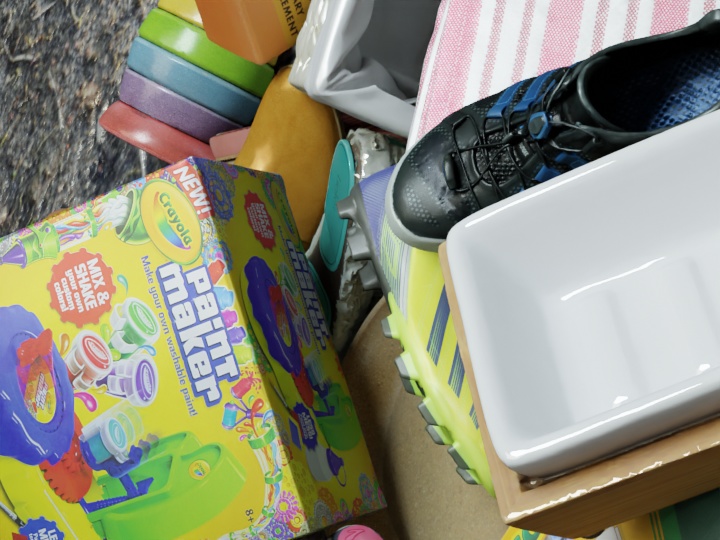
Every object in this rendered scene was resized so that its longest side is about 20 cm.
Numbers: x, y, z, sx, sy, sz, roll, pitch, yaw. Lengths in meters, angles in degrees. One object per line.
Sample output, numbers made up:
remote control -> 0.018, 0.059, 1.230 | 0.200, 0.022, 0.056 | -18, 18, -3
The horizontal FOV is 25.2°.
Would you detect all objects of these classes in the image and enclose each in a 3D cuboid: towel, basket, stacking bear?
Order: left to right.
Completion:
stacking bear -> -0.102, -0.174, 1.188 | 0.121, 0.113, 0.201 | 31, 95, 56
basket -> 0.050, -0.169, 0.915 | 0.123, 0.135, 0.201 | -160, 90, -74
towel -> 0.123, -0.074, 0.801 | 0.199, 0.030, 0.147 | 9, 80, 21

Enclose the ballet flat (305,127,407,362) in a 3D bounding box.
ballet flat -> 0.000, 0.000, 0.976 | 0.201, 0.071, 0.072 | 111, 153, -43

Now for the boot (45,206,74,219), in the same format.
boot -> -0.246, 0.037, 1.013 | 0.076, 0.155, 0.202 | -13, 64, 54

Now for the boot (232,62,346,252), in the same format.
boot -> -0.083, -0.020, 0.995 | 0.071, 0.144, 0.202 | 35, 135, 28

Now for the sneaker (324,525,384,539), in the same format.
sneaker -> -0.035, 0.193, 0.880 | 0.200, 0.080, 0.075 | -62, 40, 47

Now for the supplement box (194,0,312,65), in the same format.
supplement box -> -0.011, -0.210, 0.999 | 0.200, 0.067, 0.069 | -38, 40, -22

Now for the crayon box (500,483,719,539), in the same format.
crayon box -> 0.113, 0.164, 0.746 | 0.201, 0.058, 0.119 | -60, 35, 17

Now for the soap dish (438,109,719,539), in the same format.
soap dish -> 0.142, 0.018, 0.687 | 0.199, 0.081, 0.158 | -22, 45, 11

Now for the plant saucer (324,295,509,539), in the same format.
plant saucer -> 0.049, 0.091, 0.896 | 0.200, 0.035, 0.202 | -29, 52, 45

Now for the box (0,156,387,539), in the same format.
box -> -0.117, 0.068, 0.883 | 0.192, 0.122, 0.201 | -22, 81, 18

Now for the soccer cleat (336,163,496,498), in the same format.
soccer cleat -> 0.052, 0.022, 0.840 | 0.083, 0.065, 0.201 | -22, 58, 0

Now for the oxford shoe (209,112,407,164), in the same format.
oxford shoe -> -0.023, -0.066, 1.071 | 0.199, 0.070, 0.075 | 0, 102, 53

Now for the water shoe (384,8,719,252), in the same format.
water shoe -> 0.095, -0.072, 0.750 | 0.199, 0.079, 0.072 | -23, 70, 12
